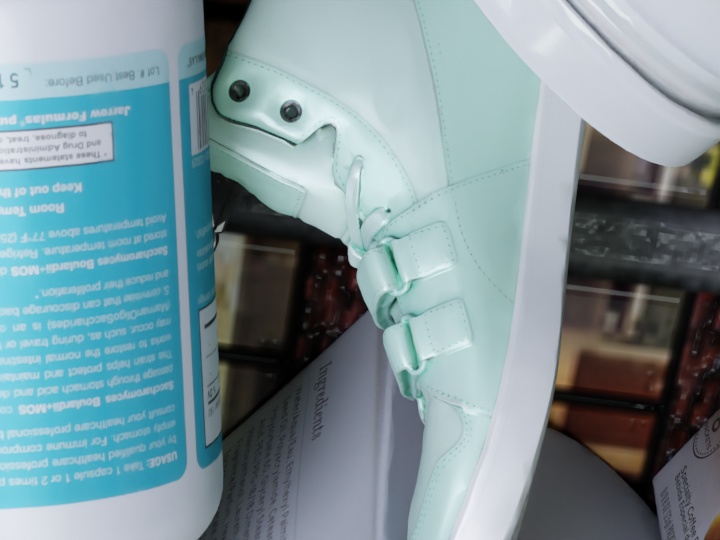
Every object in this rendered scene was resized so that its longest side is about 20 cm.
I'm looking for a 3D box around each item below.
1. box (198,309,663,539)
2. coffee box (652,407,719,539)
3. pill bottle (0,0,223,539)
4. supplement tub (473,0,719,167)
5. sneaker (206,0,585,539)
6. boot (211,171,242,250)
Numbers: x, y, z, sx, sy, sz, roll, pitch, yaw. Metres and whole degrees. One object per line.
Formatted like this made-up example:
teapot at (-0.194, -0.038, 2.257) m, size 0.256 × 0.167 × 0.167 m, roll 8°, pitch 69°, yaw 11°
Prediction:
box at (0.034, 0.154, 0.856) m, size 0.199 × 0.200 × 0.131 m, roll 39°, pitch 116°, yaw -20°
coffee box at (0.159, 0.106, 0.823) m, size 0.080 × 0.200 × 0.114 m, roll 31°, pitch 119°, yaw -19°
pill bottle at (-0.094, 0.013, 0.745) m, size 0.110 × 0.111 × 0.201 m, roll -1°, pitch 100°, yaw 2°
supplement tub at (0.121, -0.134, 0.699) m, size 0.145 × 0.146 × 0.200 m, roll 40°, pitch 116°, yaw -22°
sneaker at (0.000, 0.000, 0.783) m, size 0.118 × 0.201 × 0.074 m, roll 7°, pitch 162°, yaw 1°
boot at (-0.130, 0.018, 0.832) m, size 0.131 × 0.070 × 0.201 m, roll 23°, pitch 91°, yaw -12°
